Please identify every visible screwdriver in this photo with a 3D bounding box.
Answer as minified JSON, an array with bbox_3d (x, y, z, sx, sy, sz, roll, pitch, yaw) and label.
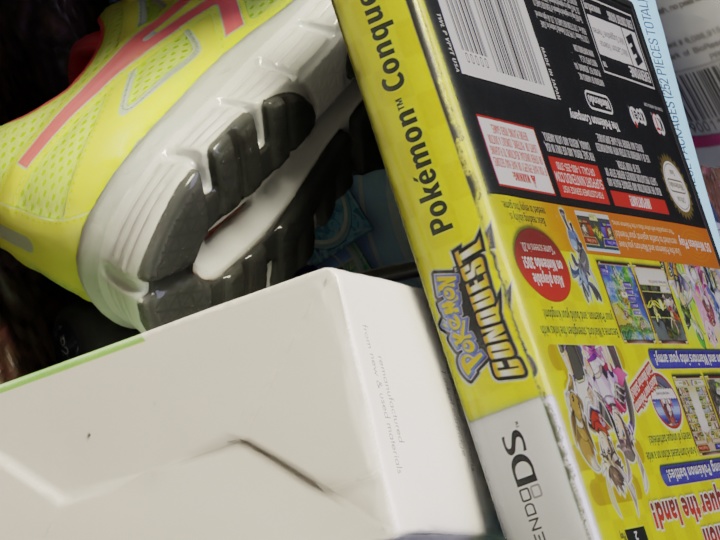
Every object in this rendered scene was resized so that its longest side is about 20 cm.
[{"bbox_3d":[0.000,0.000,0.760,0.200,0.028,0.029,-17,49,-39],"label":"screwdriver"}]

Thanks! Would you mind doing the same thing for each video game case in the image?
[{"bbox_3d":[0.062,0.003,0.720,0.200,0.025,0.181,4,66,-67],"label":"video game case"}]

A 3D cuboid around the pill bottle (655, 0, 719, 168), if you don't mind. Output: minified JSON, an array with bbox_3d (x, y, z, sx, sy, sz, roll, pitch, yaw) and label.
[{"bbox_3d":[0.119,-0.148,0.965,0.200,0.113,0.113,59,25,-18],"label":"pill bottle"}]

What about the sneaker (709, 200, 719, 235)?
[{"bbox_3d":[0.058,-0.054,0.993,0.202,0.077,0.146,1,67,-62],"label":"sneaker"}]

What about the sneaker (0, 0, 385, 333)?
[{"bbox_3d":[-0.033,-0.057,0.734,0.200,0.090,0.078,-42,137,-46],"label":"sneaker"}]

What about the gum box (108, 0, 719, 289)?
[{"bbox_3d":[0.023,-0.039,0.847,0.200,0.045,0.170,1,69,-41],"label":"gum box"}]

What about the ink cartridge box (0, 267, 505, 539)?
[{"bbox_3d":[-0.006,0.056,0.707,0.200,0.117,0.067,14,59,-64],"label":"ink cartridge box"}]
